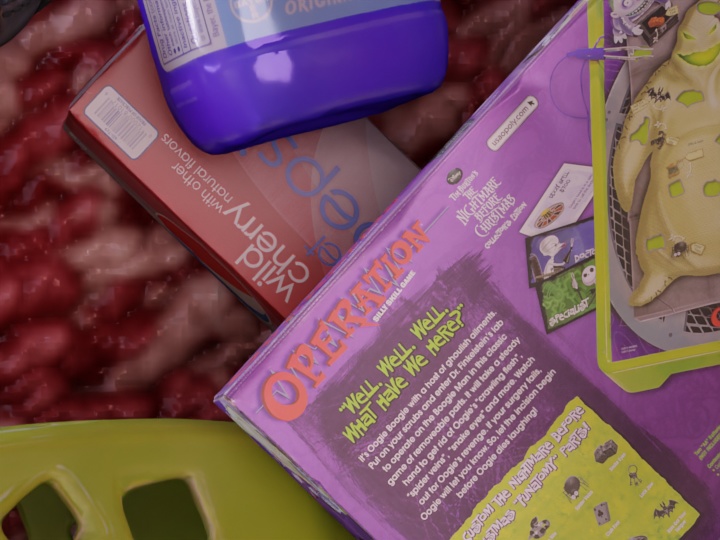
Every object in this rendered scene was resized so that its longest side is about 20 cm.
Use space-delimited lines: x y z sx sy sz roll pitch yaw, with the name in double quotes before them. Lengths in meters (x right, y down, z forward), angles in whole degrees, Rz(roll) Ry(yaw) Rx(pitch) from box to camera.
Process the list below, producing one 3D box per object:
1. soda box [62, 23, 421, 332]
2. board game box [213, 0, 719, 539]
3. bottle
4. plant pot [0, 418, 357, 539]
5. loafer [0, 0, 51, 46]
"soda box" 0.000 0.000 0.827 0.200 0.070 0.063 44 83 -4
"board game box" 0.072 0.001 0.688 0.120 0.032 0.200 45 79 -7
"bottle" -0.037 -0.137 0.757 0.083 0.065 0.202 -15 89 -28
"plant pot" -0.052 0.131 0.758 0.180 0.200 0.201 -14 88 -13
"loafer" -0.163 -0.148 0.793 0.072 0.063 0.200 -34 106 27
